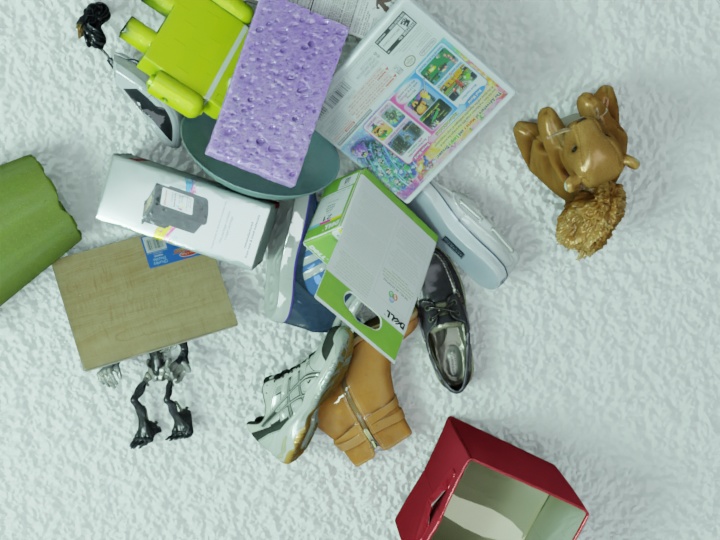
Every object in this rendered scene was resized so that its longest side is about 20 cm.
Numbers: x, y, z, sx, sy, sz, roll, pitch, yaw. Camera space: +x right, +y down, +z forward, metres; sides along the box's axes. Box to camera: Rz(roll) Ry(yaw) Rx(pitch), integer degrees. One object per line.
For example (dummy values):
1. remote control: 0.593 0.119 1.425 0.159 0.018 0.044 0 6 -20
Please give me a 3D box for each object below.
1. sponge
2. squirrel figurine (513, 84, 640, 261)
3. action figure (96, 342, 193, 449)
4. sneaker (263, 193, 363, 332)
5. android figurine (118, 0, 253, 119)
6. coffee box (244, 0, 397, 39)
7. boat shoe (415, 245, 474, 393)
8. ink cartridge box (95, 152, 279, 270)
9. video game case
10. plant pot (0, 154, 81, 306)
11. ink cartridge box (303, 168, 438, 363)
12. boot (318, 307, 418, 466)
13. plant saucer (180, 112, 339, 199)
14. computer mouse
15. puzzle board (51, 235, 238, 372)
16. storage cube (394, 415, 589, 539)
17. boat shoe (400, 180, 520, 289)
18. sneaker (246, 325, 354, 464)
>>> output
1. sponge: -0.096 -0.210 1.576 0.111 0.030 0.201 20 84 -10
2. squirrel figurine: 0.289 -0.120 1.683 0.141 0.187 0.201 -16 102 -2
3. action figure: -0.266 0.124 1.726 0.118 0.102 0.201 -7 103 8
4. sneaker: -0.040 -0.020 1.739 0.146 0.080 0.201 9 88 -24
5. android figurine: -0.189 -0.264 1.648 0.199 0.041 0.183 34 61 -13
6. coffee box: -0.039 -0.337 1.649 0.199 0.113 0.080 17 101 -7
7. boat shoe: 0.110 0.065 1.765 0.071 0.065 0.201 -12 101 -1
8. ink cartridge box: -0.208 -0.073 1.655 0.199 0.146 0.083 18 95 0
9. video game case: 0.055 -0.204 1.636 0.182 0.024 0.200 37 113 -18
10. plant pot: -0.449 -0.043 1.647 0.189 0.200 0.201 -32 102 -12
11. ink cartridge box: 0.000 0.000 1.662 0.148 0.076 0.201 41 52 -27
12. boot: 0.024 0.152 1.762 0.199 0.077 0.156 -34 96 8
13. plant saucer: -0.125 -0.140 1.654 0.200 0.202 0.039 15 128 -8
14. computer mouse: -0.272 -0.239 1.661 0.044 0.110 0.200 -35 111 10
15. puzzle board: -0.271 0.030 1.700 0.199 0.017 0.151 -16 72 -14
16. storage cube: 0.166 0.322 1.763 0.199 0.180 0.172 25 98 -10
17. boat shoe: 0.123 -0.066 1.746 0.200 0.074 0.065 49 61 -5
18. sneaker: -0.081 0.147 1.717 0.087 0.076 0.201 33 106 15
